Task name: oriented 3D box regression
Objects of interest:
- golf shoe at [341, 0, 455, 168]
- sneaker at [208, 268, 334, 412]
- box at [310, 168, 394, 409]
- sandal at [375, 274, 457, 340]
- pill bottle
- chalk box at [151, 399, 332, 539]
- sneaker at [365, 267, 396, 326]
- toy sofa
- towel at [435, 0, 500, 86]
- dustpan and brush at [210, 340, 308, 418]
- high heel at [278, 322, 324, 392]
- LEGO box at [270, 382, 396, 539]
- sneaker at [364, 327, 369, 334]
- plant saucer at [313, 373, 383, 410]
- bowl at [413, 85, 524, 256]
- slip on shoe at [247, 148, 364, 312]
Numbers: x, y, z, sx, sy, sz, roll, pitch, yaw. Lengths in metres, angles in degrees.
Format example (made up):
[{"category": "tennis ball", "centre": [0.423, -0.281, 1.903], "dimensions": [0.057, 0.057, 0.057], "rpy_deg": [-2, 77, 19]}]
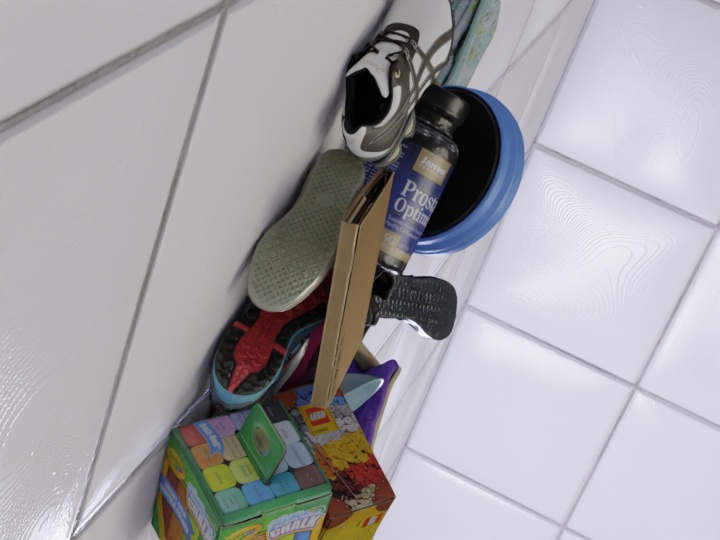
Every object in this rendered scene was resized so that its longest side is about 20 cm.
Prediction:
[{"category": "golf shoe", "centre": [0.035, -0.202, 1.403], "dimensions": [0.094, 0.078, 0.200], "rpy_deg": [32, 74, -68]}, {"category": "sneaker", "centre": [-0.094, 0.063, 1.456], "dimensions": [0.200, 0.079, 0.096], "rpy_deg": [-48, 175, -36]}, {"category": "box", "centre": [-0.007, 0.015, 1.439], "dimensions": [0.164, 0.021, 0.200], "rpy_deg": [-60, 162, -65]}, {"category": "sandal", "centre": [0.061, 0.035, 1.794], "dimensions": [0.200, 0.043, 0.076], "rpy_deg": [24, 82, -53]}, {"category": "pill bottle", "centre": [0.038, -0.106, 1.569], "dimensions": [0.200, 0.112, 0.112], "rpy_deg": [-64, 171, 0]}, {"category": "chalk box", "centre": [-0.115, 0.217, 1.405], "dimensions": [0.124, 0.125, 0.200], "rpy_deg": [-13, 140, -28]}, {"category": "sneaker", "centre": [0.000, 0.000, 1.662], "dimensions": [0.200, 0.084, 0.077], "rpy_deg": [-81, -175, -48]}, {"category": "toy sofa", "centre": [-0.026, 0.168, 1.839], "dimensions": [0.097, 0.083, 0.200], "rpy_deg": [-24, -152, 34]}, {"category": "towel", "centre": [0.119, -0.263, 1.811], "dimensions": [0.200, 0.048, 0.171], "rpy_deg": [-62, 170, -16]}, {"category": "dustpan and brush", "centre": [-0.116, 0.145, 1.536], "dimensions": [0.200, 0.057, 0.140], "rpy_deg": [-66, 171, 12]}, {"category": "high heel", "centre": [-0.083, 0.068, 1.566], "dimensions": [0.096, 0.067, 0.200], "rpy_deg": [-23, 134, -19]}, {"category": "LEGO box", "centre": [-0.053, 0.234, 1.514], "dimensions": [0.077, 0.149, 0.200], "rpy_deg": [-12, 148, -28]}, {"category": "sneaker", "centre": [-0.005, 0.037, 1.786], "dimensions": [0.084, 0.077, 0.200], "rpy_deg": [50, 65, -83]}, {"category": "plant saucer", "centre": [-0.066, 0.166, 1.651], "dimensions": [0.201, 0.039, 0.201], "rpy_deg": [-33, 168, -8]}, {"category": "bowl", "centre": [0.089, -0.116, 1.633], "dimensions": [0.039, 0.200, 0.201], "rpy_deg": [27, 89, -48]}, {"category": "slip on shoe", "centre": [-0.051, -0.032, 1.406], "dimensions": [0.061, 0.074, 0.200], "rpy_deg": [109, 6, -53]}]
